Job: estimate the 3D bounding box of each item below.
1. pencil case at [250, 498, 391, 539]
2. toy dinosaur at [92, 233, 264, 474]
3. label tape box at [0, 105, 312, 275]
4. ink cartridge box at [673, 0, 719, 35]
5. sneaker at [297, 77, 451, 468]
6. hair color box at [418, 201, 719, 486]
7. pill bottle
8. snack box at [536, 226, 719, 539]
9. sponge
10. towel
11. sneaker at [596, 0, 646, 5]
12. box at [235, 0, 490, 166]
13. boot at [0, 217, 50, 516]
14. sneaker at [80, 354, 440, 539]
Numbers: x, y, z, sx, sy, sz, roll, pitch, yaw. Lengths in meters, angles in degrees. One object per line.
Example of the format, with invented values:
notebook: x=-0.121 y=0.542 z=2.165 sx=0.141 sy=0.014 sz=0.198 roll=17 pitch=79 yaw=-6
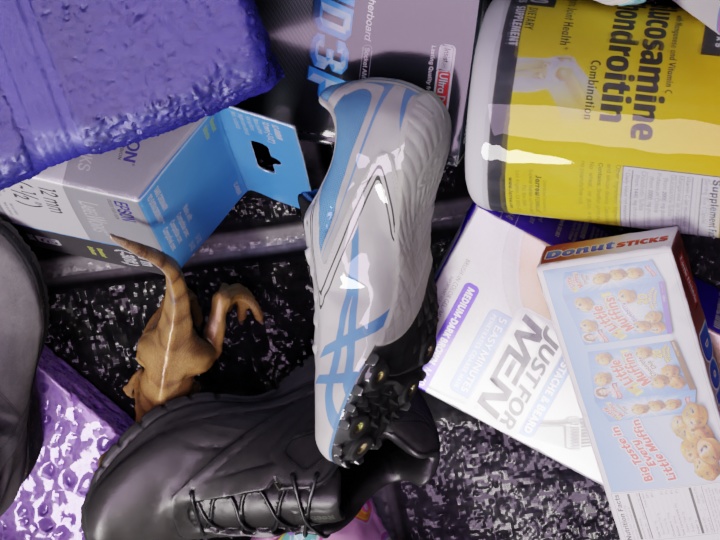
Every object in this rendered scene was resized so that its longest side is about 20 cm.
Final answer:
pencil case: x=0.007 y=0.222 z=1.398 sx=0.087 sy=0.087 sz=0.200 roll=-26 pitch=84 yaw=18
toy dinosaur: x=-0.097 y=0.038 z=1.358 sx=0.060 sy=0.106 sz=0.200 roll=22 pitch=130 yaw=10
label tape box: x=-0.130 y=-0.049 z=1.323 sx=0.200 sy=0.143 sz=0.066 roll=14 pitch=76 yaw=7
ink cartridge box: x=0.234 y=-0.165 z=1.193 sx=0.125 sy=0.200 sz=0.129 roll=3 pitch=111 yaw=-16
sneaker: x=0.000 y=0.000 z=1.305 sx=0.072 sy=0.072 sz=0.200 roll=15 pitch=103 yaw=30
hair color box: x=0.129 y=0.046 z=1.350 sx=0.200 sy=0.065 sz=0.109 roll=27 pitch=112 yaw=0
pill bottle: x=0.157 y=-0.075 z=1.277 sx=0.200 sy=0.112 sz=0.112 roll=6 pitch=110 yaw=9
snack box: x=0.151 y=0.075 z=1.299 sx=0.072 sy=0.024 sz=0.200 roll=-8 pitch=115 yaw=23
sponge: x=-0.209 y=0.086 z=1.448 sx=0.200 sy=0.030 sz=0.112 roll=41 pitch=112 yaw=-5
towel: x=-0.152 y=-0.124 z=1.228 sx=0.200 sy=0.050 sz=0.148 roll=-19 pitch=99 yaw=5
sneaker: x=0.102 y=-0.227 z=1.224 sx=0.078 sy=0.086 sz=0.200 roll=-15 pitch=85 yaw=39
box: x=-0.010 y=-0.165 z=1.314 sx=0.159 sy=0.046 sz=0.200 roll=11 pitch=110 yaw=8
boot: x=-0.210 y=0.076 z=1.335 sx=0.070 sy=0.132 sz=0.200 roll=3 pitch=126 yaw=12
sneaker: x=-0.051 y=0.106 z=1.353 sx=0.200 sy=0.091 sz=0.076 roll=-24 pitch=136 yaw=-6
